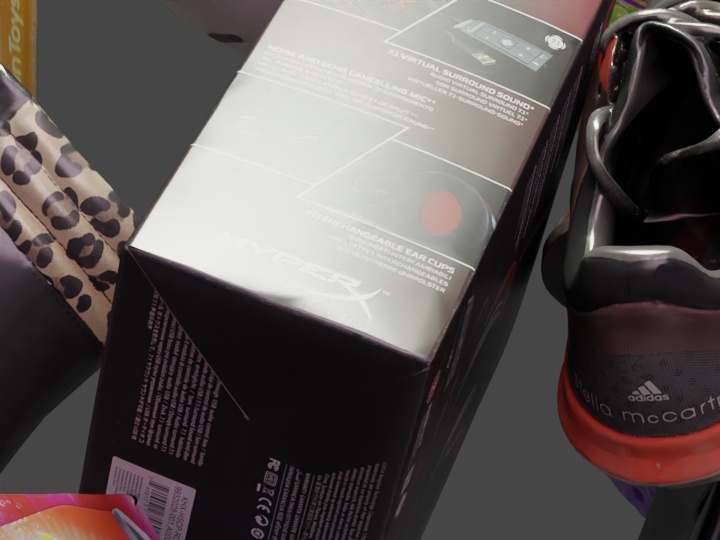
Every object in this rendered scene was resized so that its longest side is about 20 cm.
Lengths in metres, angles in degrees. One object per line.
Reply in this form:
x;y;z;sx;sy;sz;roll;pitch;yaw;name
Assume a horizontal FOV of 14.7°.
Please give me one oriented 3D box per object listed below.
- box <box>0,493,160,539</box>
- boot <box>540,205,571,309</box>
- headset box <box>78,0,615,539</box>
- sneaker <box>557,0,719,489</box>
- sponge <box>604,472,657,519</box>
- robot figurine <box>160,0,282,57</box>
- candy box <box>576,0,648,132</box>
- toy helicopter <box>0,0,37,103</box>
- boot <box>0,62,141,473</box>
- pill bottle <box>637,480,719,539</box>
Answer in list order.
-0.121;0.142;0.617;0.100;0.200;0.096;4;48;-54;box
0.122;-0.080;0.838;0.186;0.064;0.200;-11;48;-6;boot
0.000;0.000;0.703;0.075;0.149;0.200;20;41;7;headset box
0.092;-0.040;0.702;0.077;0.082;0.200;-2;42;16;sneaker
0.177;0.038;0.841;0.200;0.030;0.112;-30;67;-25;sponge
0.008;-0.153;0.812;0.125;0.150;0.200;44;98;3;robot figurine
0.114;-0.065;0.878;0.102;0.026;0.200;-28;57;-27;candy box
-0.114;-0.100;0.828;0.079;0.132;0.201;-8;75;18;toy helicopter
-0.157;-0.008;0.758;0.151;0.073;0.200;-44;77;-6;boot
0.175;0.095;0.727;0.199;0.112;0.112;21;57;-1;pill bottle
